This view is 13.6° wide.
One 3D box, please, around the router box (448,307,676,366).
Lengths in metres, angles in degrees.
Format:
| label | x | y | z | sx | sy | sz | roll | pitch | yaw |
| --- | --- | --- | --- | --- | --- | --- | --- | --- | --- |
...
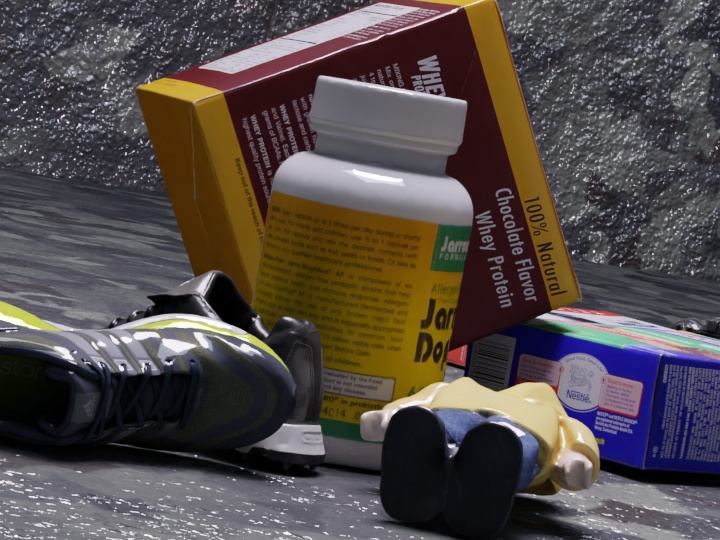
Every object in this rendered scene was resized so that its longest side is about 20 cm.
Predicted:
| label | x | y | z | sx | sy | sz | roll | pitch | yaw |
| --- | --- | --- | --- | --- | --- | --- | --- | --- | --- |
| router box | 0.175 | 0.063 | 2.274 | 0.199 | 0.049 | 0.179 | 7 | 5 | -42 |

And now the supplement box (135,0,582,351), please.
| label | x | y | z | sx | sy | sz | roll | pitch | yaw |
| --- | --- | --- | --- | --- | --- | --- | --- | --- | --- |
| supplement box | -0.001 | -0.047 | 1.836 | 0.199 | 0.198 | 0.133 | -21 | 13 | -15 |

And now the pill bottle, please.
| label | x | y | z | sx | sy | sz | roll | pitch | yaw |
| --- | --- | --- | --- | --- | --- | --- | --- | --- | --- |
| pill bottle | 0.000 | 0.000 | 1.633 | 0.112 | 0.201 | 0.113 | 10 | 4 | -1 |

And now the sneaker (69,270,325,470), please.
| label | x | y | z | sx | sy | sz | roll | pitch | yaw |
| --- | --- | --- | --- | --- | --- | --- | --- | --- | --- |
| sneaker | -0.098 | 0.041 | 1.592 | 0.199 | 0.091 | 0.066 | 13 | 4 | 30 |

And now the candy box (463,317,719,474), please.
| label | x | y | z | sx | sy | sz | roll | pitch | yaw |
| --- | --- | --- | --- | --- | --- | --- | --- | --- | --- |
| candy box | 0.191 | 0.080 | 1.892 | 0.199 | 0.078 | 0.169 | 8 | 3 | -42 |

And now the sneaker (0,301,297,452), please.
| label | x | y | z | sx | sy | sz | roll | pitch | yaw |
| --- | --- | --- | --- | --- | --- | --- | --- | --- | --- |
| sneaker | -0.128 | 0.062 | 1.485 | 0.199 | 0.074 | 0.081 | 3 | 15 | -12 |

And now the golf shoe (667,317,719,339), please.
| label | x | y | z | sx | sy | sz | roll | pitch | yaw |
| --- | --- | --- | --- | --- | --- | --- | --- | --- | --- |
| golf shoe | 0.341 | 0.074 | 2.362 | 0.199 | 0.078 | 0.094 | 14 | 5 | 31 |

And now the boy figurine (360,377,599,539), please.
| label | x | y | z | sx | sy | sz | roll | pitch | yaw |
| --- | --- | --- | --- | --- | --- | --- | --- | --- | --- |
| boy figurine | 0.062 | 0.090 | 1.528 | 0.124 | 0.065 | 0.200 | 11 | 3 | 13 |
